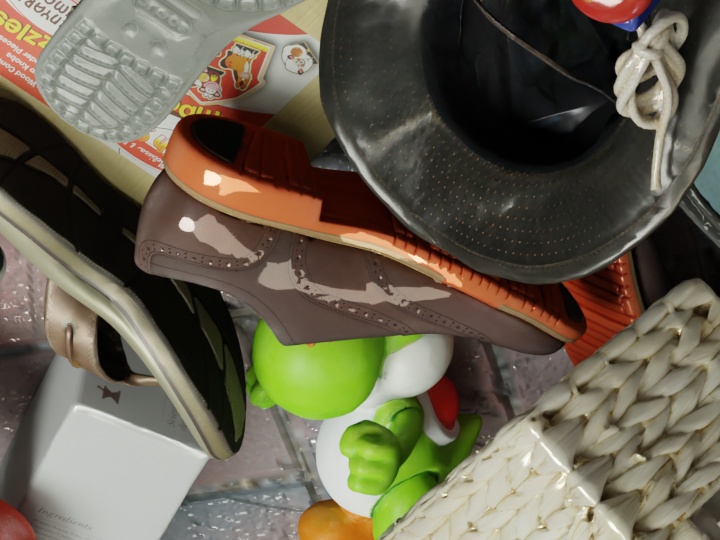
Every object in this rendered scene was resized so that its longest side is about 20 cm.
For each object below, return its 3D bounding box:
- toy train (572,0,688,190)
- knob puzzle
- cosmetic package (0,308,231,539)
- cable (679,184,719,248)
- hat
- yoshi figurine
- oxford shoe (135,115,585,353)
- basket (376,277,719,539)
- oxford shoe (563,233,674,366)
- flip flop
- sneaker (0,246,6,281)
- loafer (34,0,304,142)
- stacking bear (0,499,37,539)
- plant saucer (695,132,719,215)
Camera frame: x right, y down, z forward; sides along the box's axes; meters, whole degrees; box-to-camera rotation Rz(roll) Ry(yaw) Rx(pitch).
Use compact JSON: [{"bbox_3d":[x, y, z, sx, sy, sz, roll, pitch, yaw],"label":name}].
[{"bbox_3d":[0.064,-0.127,0.977,0.116,0.085,0.200,16,125,19],"label":"toy train"},{"bbox_3d":[-0.104,-0.090,1.153,0.219,0.030,0.220,2,132,3],"label":"knob puzzle"},{"bbox_3d":[-0.132,0.104,1.284,0.074,0.102,0.200,21,132,-14],"label":"cosmetic package"},{"bbox_3d":[0.183,0.006,1.148,0.200,0.050,0.097,40,102,-18],"label":"cable"},{"bbox_3d":[0.081,-0.100,1.077,0.200,0.081,0.201,7,103,29],"label":"hat"},{"bbox_3d":[-0.008,0.071,1.239,0.112,0.112,0.200,7,126,12],"label":"yoshi figurine"},{"bbox_3d":[0.000,0.000,1.145,0.200,0.071,0.073,22,114,-14],"label":"oxford shoe"},{"bbox_3d":[0.108,0.108,1.148,0.123,0.136,0.200,51,147,4],"label":"basket"},{"bbox_3d":[0.143,0.039,1.234,0.072,0.071,0.200,-30,122,-18],"label":"oxford shoe"},{"bbox_3d":[-0.120,0.007,1.168,0.058,0.081,0.200,-33,117,25],"label":"flip flop"},{"bbox_3d":[-0.223,-0.062,1.162,0.200,0.071,0.099,36,131,-19],"label":"sneaker"},{"bbox_3d":[-0.057,-0.131,1.046,0.075,0.070,0.200,40,128,-18],"label":"loafer"},{"bbox_3d":[-0.232,0.100,1.224,0.200,0.114,0.121,37,165,18],"label":"stacking bear"},{"bbox_3d":[0.221,-0.085,1.119,0.201,0.039,0.201,3,132,4],"label":"plant saucer"}]
